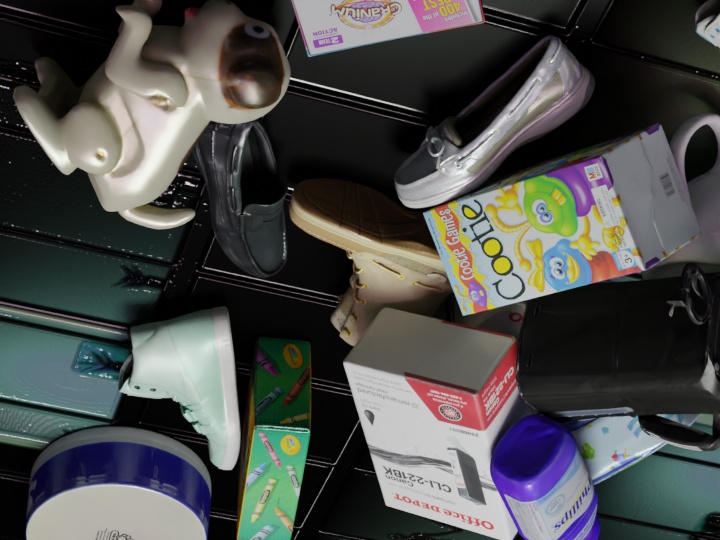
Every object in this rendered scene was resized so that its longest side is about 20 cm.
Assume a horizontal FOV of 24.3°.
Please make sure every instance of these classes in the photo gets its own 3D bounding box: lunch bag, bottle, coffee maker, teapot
[{"bbox_3d":[0.268,0.144,1.663,0.161,0.200,0.083,-31,85,25],"label":"lunch bag"},{"bbox_3d":[0.179,0.216,1.549,0.065,0.084,0.200,24,154,37],"label":"bottle"},{"bbox_3d":[0.241,0.058,1.463,0.200,0.135,0.192,-6,131,37],"label":"coffee maker"},{"bbox_3d":[0.353,-0.035,1.514,0.197,0.146,0.200,20,162,6],"label":"teapot"}]

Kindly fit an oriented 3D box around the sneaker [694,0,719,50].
[{"bbox_3d":[0.327,-0.198,1.401,0.087,0.075,0.200,-9,128,17],"label":"sneaker"}]

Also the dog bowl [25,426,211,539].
[{"bbox_3d":[-0.265,0.263,1.835,0.200,0.079,0.200,-1,136,-1],"label":"dog bowl"}]

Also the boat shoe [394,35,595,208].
[{"bbox_3d":[0.106,-0.128,1.456,0.202,0.074,0.065,-32,123,22],"label":"boat shoe"}]

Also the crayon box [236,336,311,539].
[{"bbox_3d":[-0.090,0.179,1.727,0.058,0.119,0.200,5,135,-7],"label":"crayon box"}]

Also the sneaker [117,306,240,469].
[{"bbox_3d":[-0.183,0.124,1.697,0.118,0.074,0.201,-7,126,-5],"label":"sneaker"}]

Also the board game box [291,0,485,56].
[{"bbox_3d":[0.007,-0.270,1.324,0.153,0.040,0.200,-10,135,8],"label":"board game box"}]

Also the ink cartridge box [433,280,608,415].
[{"bbox_3d":[0.143,0.078,1.656,0.145,0.084,0.200,23,131,-24],"label":"ink cartridge box"}]

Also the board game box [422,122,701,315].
[{"bbox_3d":[0.172,-0.041,1.451,0.200,0.103,0.105,-17,98,44],"label":"board game box"}]

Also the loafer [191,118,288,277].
[{"bbox_3d":[-0.098,-0.066,1.501,0.070,0.068,0.201,19,143,32],"label":"loafer"}]

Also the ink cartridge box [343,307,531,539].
[{"bbox_3d":[0.082,0.146,1.572,0.144,0.084,0.200,12,136,31],"label":"ink cartridge box"}]

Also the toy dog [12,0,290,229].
[{"bbox_3d":[-0.154,-0.141,1.369,0.200,0.140,0.194,-29,100,11],"label":"toy dog"}]

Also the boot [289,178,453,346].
[{"bbox_3d":[0.000,0.000,1.584,0.200,0.073,0.155,17,134,-23],"label":"boot"}]
